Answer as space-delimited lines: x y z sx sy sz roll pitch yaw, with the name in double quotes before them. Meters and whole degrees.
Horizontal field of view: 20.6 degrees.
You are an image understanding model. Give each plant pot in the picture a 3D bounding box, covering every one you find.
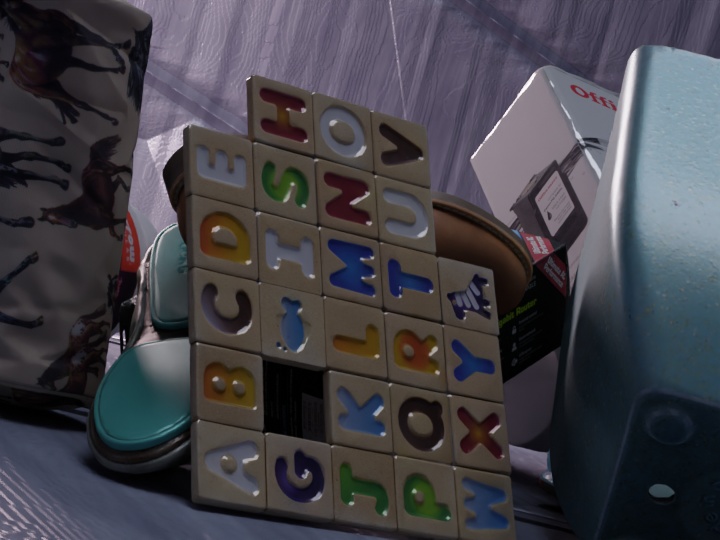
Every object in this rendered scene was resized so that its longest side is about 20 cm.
"plant pot" 0.187 0.048 0.921 0.196 0.196 0.200 15 41 7

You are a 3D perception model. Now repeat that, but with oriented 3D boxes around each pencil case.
"pencil case" -0.150 -0.037 0.912 0.089 0.200 0.078 9 -1 -9

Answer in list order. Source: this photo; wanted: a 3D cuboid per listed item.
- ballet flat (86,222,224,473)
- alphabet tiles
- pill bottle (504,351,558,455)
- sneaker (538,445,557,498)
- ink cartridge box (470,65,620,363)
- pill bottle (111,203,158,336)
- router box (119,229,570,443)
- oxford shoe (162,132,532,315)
"ballet flat" -0.075 0.047 0.885 0.067 0.064 0.200 -6 29 7
"alphabet tiles" -0.004 0.015 0.863 0.167 0.200 0.008 13 -28 -34
"pill bottle" 0.180 0.085 1.240 0.200 0.111 0.111 15 2 -32
"sneaker" 0.203 0.104 1.074 0.200 0.096 0.079 14 2 -12
"ink cartridge box" 0.166 -0.014 1.169 0.145 0.083 0.200 20 32 -30
"pill bottle" -0.185 -0.007 1.084 0.111 0.112 0.200 15 2 19
"router box" -0.004 0.027 1.043 0.150 0.062 0.200 15 29 35
"oxford shoe" 0.000 0.000 0.922 0.200 0.071 0.071 13 46 -32
